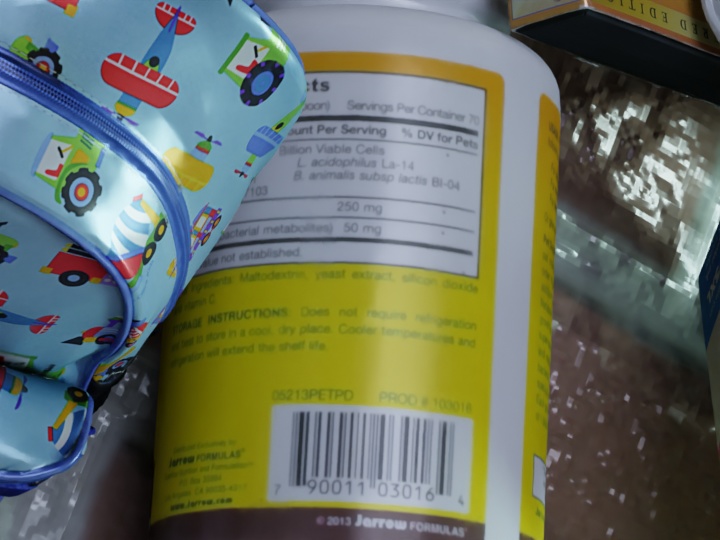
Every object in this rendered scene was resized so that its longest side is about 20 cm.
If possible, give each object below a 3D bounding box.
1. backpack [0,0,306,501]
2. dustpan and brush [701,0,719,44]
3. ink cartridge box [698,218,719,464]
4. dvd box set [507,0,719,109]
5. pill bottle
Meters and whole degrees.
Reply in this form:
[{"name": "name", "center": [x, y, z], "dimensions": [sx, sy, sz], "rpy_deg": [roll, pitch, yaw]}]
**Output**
[{"name": "backpack", "center": [-0.115, -0.030, 0.718], "dimensions": [0.182, 0.200, 0.135], "rpy_deg": [30, 68, -17]}, {"name": "dustpan and brush", "center": [0.188, -0.015, 0.821], "dimensions": [0.139, 0.057, 0.200], "rpy_deg": [-3, 35, -49]}, {"name": "ink cartridge box", "center": [0.164, 0.049, 0.823], "dimensions": [0.115, 0.067, 0.201], "rpy_deg": [12, 37, -7]}, {"name": "dvd box set", "center": [0.089, -0.153, 0.860], "dimensions": [0.146, 0.029, 0.201], "rpy_deg": [12, 70, -50]}, {"name": "pill bottle", "center": [0.000, 0.000, 0.816], "dimensions": [0.109, 0.109, 0.201], "rpy_deg": [10, 75, -23]}]
